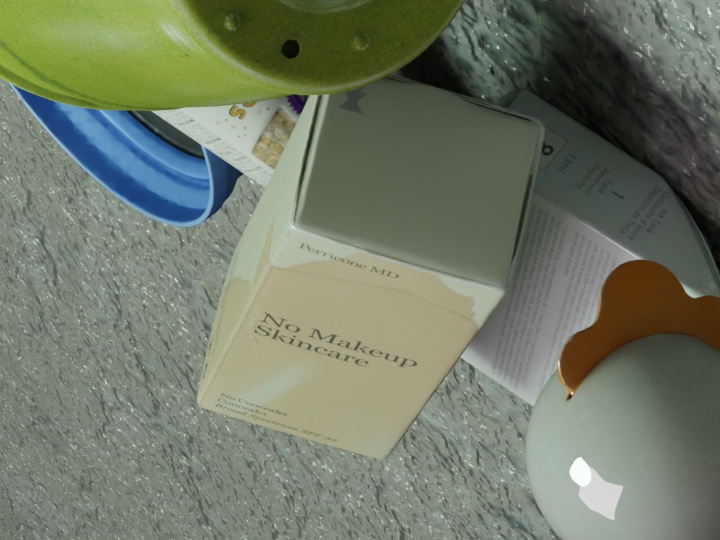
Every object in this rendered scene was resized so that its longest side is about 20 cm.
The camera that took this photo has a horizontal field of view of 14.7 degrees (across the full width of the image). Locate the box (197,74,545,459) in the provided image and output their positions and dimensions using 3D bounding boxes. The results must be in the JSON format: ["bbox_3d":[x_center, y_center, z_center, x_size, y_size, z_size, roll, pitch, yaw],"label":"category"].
[{"bbox_3d":[0.000,0.000,1.141,0.095,0.078,0.200,16,155,-6],"label":"box"}]

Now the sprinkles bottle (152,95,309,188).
[{"bbox_3d":[-0.041,-0.074,1.198,0.200,0.068,0.068,34,166,-28],"label":"sprinkles bottle"}]

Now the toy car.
[{"bbox_3d":[0.129,0.090,1.095,0.184,0.176,0.201,26,124,55],"label":"toy car"}]

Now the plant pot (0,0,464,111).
[{"bbox_3d":[-0.050,-0.141,1.011,0.193,0.200,0.201,27,148,61],"label":"plant pot"}]

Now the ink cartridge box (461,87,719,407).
[{"bbox_3d":[0.126,0.029,1.184,0.199,0.057,0.163,31,152,13],"label":"ink cartridge box"}]

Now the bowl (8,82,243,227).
[{"bbox_3d":[-0.123,-0.112,1.302,0.200,0.039,0.201,41,157,22],"label":"bowl"}]
